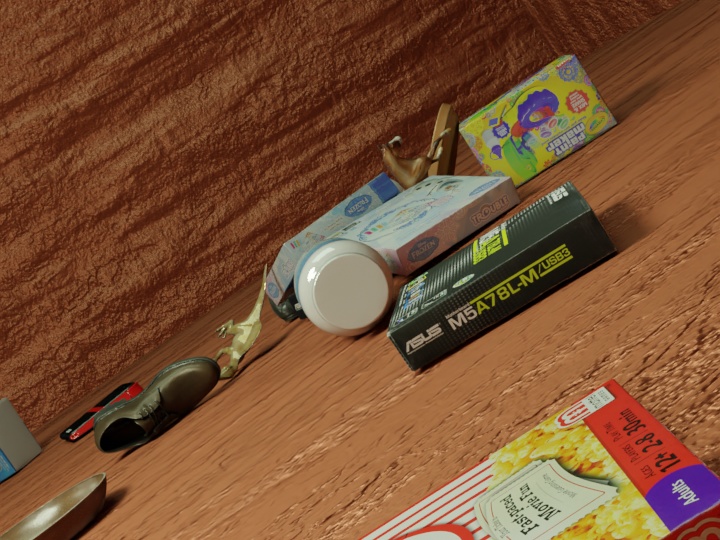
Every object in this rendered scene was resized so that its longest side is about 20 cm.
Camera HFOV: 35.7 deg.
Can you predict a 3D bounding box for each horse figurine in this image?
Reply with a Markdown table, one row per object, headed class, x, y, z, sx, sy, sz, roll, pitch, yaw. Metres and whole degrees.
| class | x | y | z | sx | sy | sz | roll | pitch | yaw |
| --- | --- | --- | --- | --- | --- | --- | --- | --- | --- |
| horse figurine | 0.093 | -0.121 | 1.672 | 0.050 | 0.200 | 0.132 | 19 | 40 | 35 |

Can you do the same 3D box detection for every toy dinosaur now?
| class | x | y | z | sx | sy | sz | roll | pitch | yaw |
| --- | --- | --- | --- | --- | --- | --- | --- | --- | --- |
| toy dinosaur | -0.172 | 0.096 | 1.669 | 0.101 | 0.058 | 0.200 | -28 | 35 | 52 |

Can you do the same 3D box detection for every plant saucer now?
| class | x | y | z | sx | sy | sz | roll | pitch | yaw |
| --- | --- | --- | --- | --- | --- | --- | --- | --- | --- |
| plant saucer | 0.134 | -0.169 | 1.819 | 0.032 | 0.201 | 0.200 | 9 | 14 | 7 |
| plant saucer | -0.356 | 0.293 | 1.225 | 0.200 | 0.032 | 0.200 | -33 | 5 | 3 |

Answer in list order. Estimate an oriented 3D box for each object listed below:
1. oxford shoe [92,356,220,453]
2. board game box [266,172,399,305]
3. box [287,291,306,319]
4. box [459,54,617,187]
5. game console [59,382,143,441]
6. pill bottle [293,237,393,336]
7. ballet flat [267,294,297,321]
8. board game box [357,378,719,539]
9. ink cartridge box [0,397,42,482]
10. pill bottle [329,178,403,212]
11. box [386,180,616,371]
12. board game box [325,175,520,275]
| class | x | y | z | sx | sy | sz | roll | pitch | yaw |
| --- | --- | --- | --- | --- | --- | --- | --- | --- | --- |
| oxford shoe | -0.275 | 0.192 | 1.532 | 0.200 | 0.073 | 0.084 | -35 | 22 | 2 |
| board game box | -0.049 | -0.045 | 1.723 | 0.199 | 0.043 | 0.200 | -37 | -7 | -22 |
| box | 0.000 | 0.000 | 1.655 | 0.161 | 0.049 | 0.200 | -33 | 4 | -29 |
| box | 0.266 | -0.225 | 1.712 | 0.200 | 0.122 | 0.193 | -32 | 6 | 9 |
| game console | -0.534 | 0.294 | 2.303 | 0.177 | 0.031 | 0.200 | -40 | 7 | -20 |
| pill bottle | -0.020 | 0.018 | 1.288 | 0.109 | 0.109 | 0.200 | -34 | 5 | -3 |
| ballet flat | -0.070 | 0.015 | 1.879 | 0.200 | 0.057 | 0.066 | -37 | 7 | -35 |
| board game box | 0.031 | 0.124 | 0.385 | 0.200 | 0.046 | 0.152 | -33 | 5 | 3 |
| ink cartridge box | -0.829 | 0.400 | 2.413 | 0.200 | 0.147 | 0.145 | -32 | 6 | 13 |
| pill bottle | 0.007 | -0.091 | 2.088 | 0.111 | 0.111 | 0.200 | -29 | 7 | 39 |
| box | 0.120 | -0.001 | 0.977 | 0.193 | 0.048 | 0.200 | -35 | 6 | 12 |
| board game box | 0.081 | -0.066 | 1.516 | 0.200 | 0.043 | 0.199 | -32 | 18 | -22 |
